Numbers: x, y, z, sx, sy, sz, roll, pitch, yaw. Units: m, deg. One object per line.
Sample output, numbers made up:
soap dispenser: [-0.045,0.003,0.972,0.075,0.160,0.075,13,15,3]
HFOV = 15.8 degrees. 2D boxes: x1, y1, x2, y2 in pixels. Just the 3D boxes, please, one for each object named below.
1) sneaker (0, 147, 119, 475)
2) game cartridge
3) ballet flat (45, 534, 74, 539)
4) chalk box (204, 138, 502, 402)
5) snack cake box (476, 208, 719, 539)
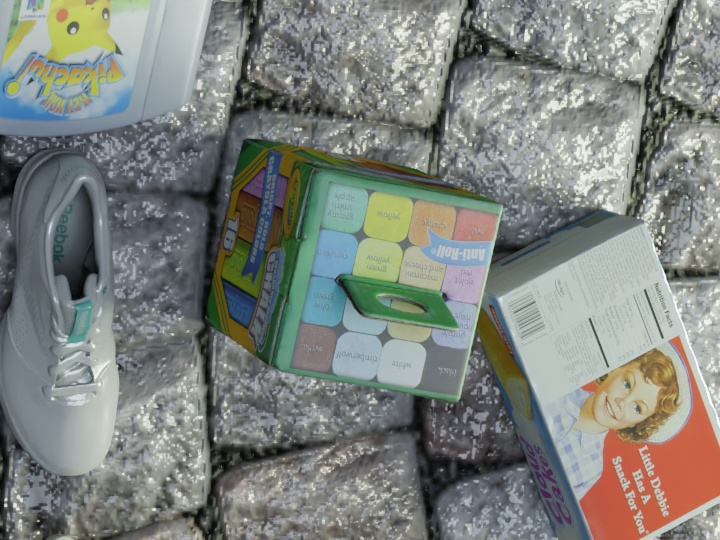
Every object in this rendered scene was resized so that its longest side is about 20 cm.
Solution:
sneaker: [-0.176,0.031,1.555,0.075,0.088,0.201,-6,101,-20]
game cartridge: [-0.172,-0.144,1.510,0.199,0.040,0.134,-6,124,-38]
ballet flat: [-0.203,0.196,1.588,0.199,0.067,0.067,-4,87,-18]
chalk box: [0.000,0.000,1.551,0.124,0.200,0.124,11,95,-21]
snack cake box: [0.157,0.075,1.691,0.115,0.067,0.201,-26,107,-16]
